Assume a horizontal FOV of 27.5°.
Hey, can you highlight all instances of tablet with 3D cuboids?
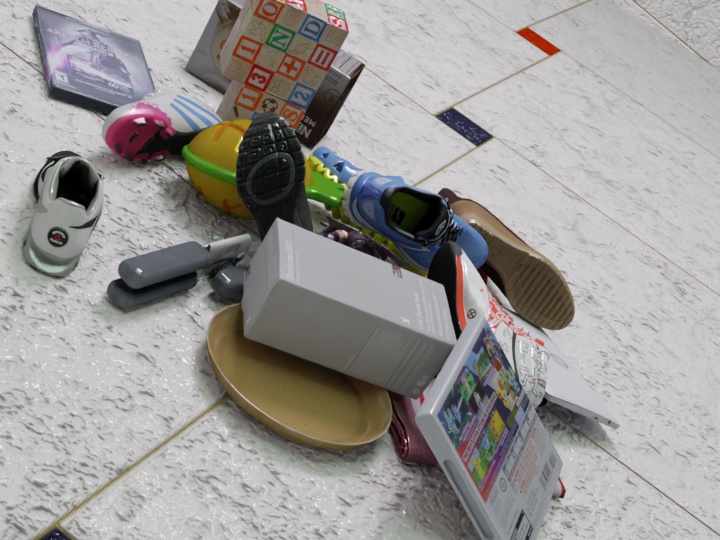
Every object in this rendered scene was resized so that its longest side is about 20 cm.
[{"bbox_3d":[0.211,0.102,1.689,0.130,0.014,0.200,25,20,-37],"label":"tablet"}]

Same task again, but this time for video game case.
[{"bbox_3d":[-0.317,-0.245,1.767,0.142,0.019,0.201,16,31,-29],"label":"video game case"},{"bbox_3d":[0.126,0.164,1.398,0.183,0.023,0.200,61,29,-13],"label":"video game case"}]

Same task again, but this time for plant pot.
[{"bbox_3d":[-0.062,0.106,1.413,0.199,0.028,0.201,24,27,-13],"label":"plant pot"}]

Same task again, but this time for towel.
[{"bbox_3d":[0.110,0.161,1.507,0.199,0.023,0.145,17,30,-27],"label":"towel"}]

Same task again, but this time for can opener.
[{"bbox_3d":[-0.165,0.002,1.452,0.066,0.053,0.199,43,28,22],"label":"can opener"}]

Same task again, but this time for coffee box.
[{"bbox_3d":[-0.111,-0.266,1.917,0.199,0.115,0.080,33,25,1],"label":"coffee box"}]

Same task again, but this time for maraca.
[{"bbox_3d":[-0.103,-0.107,1.641,0.198,0.108,0.137,13,18,-20],"label":"maraca"}]

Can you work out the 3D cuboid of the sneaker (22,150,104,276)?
[{"bbox_3d":[-0.278,-0.080,1.440,0.074,0.089,0.201,20,26,-18],"label":"sneaker"}]

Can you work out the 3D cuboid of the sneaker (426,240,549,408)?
[{"bbox_3d":[0.138,0.063,1.573,0.107,0.067,0.203,15,43,-27],"label":"sneaker"}]

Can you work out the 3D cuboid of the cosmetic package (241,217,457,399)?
[{"bbox_3d":[-0.014,0.039,1.454,0.199,0.090,0.107,23,31,-23],"label":"cosmetic package"}]

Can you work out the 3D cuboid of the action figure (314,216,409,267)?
[{"bbox_3d":[0.000,0.000,1.623,0.129,0.070,0.200,19,13,-9],"label":"action figure"}]

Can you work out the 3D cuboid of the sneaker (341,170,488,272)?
[{"bbox_3d":[0.073,-0.044,1.638,0.199,0.079,0.089,25,-4,-36],"label":"sneaker"}]

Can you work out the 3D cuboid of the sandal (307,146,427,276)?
[{"bbox_3d":[0.022,-0.081,1.748,0.200,0.087,0.080,40,-18,5],"label":"sandal"}]

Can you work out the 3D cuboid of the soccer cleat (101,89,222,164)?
[{"bbox_3d":[-0.233,-0.168,1.662,0.087,0.070,0.199,52,24,21],"label":"soccer cleat"}]

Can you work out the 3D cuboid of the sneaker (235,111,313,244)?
[{"bbox_3d":[-0.086,-0.067,1.549,0.075,0.202,0.091,-7,11,1],"label":"sneaker"}]

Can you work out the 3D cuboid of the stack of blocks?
[{"bbox_3d":[-0.111,-0.238,1.767,0.114,0.201,0.059,20,30,-20],"label":"stack of blocks"}]

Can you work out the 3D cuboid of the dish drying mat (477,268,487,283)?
[{"bbox_3d":[0.116,0.016,1.775,0.076,0.018,0.200,30,25,-5],"label":"dish drying mat"}]

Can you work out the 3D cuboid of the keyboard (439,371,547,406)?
[{"bbox_3d":[0.110,0.086,1.595,0.199,0.040,0.104,21,14,-21],"label":"keyboard"}]

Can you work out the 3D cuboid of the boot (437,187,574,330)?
[{"bbox_3d":[0.177,-0.021,1.810,0.200,0.072,0.166,43,8,-14],"label":"boot"}]
